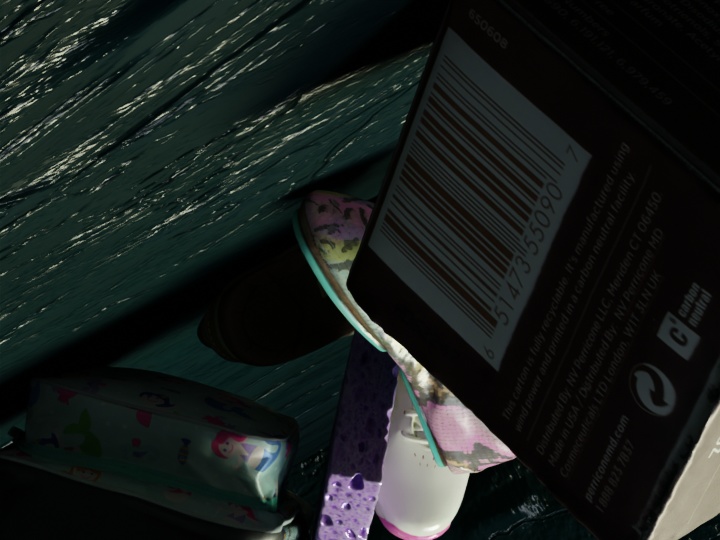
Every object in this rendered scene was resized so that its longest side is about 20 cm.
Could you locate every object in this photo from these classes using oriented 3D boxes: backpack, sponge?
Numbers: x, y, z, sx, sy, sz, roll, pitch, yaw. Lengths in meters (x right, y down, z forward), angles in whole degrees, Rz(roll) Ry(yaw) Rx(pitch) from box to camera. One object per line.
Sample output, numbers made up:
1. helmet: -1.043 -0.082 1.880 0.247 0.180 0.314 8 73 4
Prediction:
1. backpack: -0.111 0.132 1.419 0.177 0.151 0.200 14 176 9
2. sponge: -0.005 0.113 1.418 0.030 0.112 0.200 10 145 0

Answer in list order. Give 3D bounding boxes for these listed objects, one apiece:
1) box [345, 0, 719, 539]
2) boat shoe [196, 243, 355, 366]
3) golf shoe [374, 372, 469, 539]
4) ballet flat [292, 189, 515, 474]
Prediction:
1. box: 0.133 -0.031 0.987 0.200 0.164 0.166 -25 147 -39
2. boat shoe: 0.000 0.000 1.451 0.199 0.072 0.076 -16 -178 -25
3. golf shoe: 0.040 0.054 1.520 0.075 0.201 0.092 6 170 -10
4. ballet flat: 0.037 0.025 1.301 0.071 0.200 0.069 -18 -140 17
